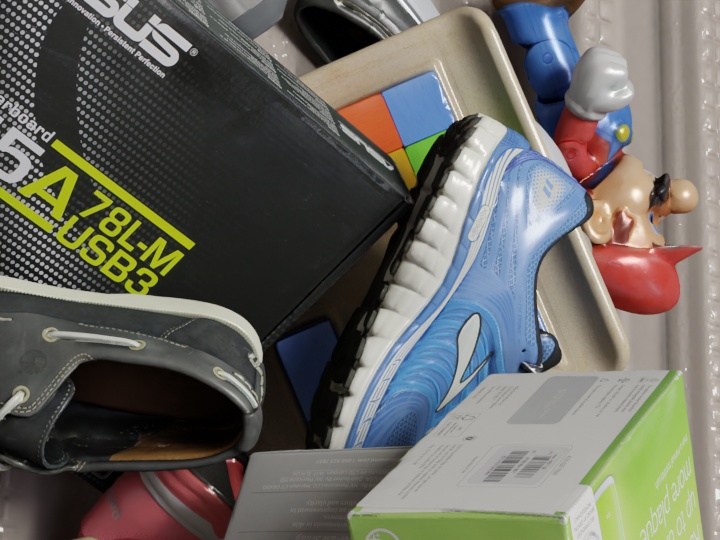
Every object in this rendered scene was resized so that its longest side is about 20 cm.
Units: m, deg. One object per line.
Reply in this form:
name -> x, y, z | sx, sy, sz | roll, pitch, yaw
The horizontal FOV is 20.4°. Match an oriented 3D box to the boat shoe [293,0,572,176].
boat shoe -> 0.037, -0.080, 1.050 | 0.200, 0.069, 0.057 | 50, 53, -12

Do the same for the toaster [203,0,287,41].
toaster -> -0.082, -0.171, 0.876 | 0.114, 0.200, 0.129 | -46, 112, -17

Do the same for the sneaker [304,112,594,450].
sneaker -> 0.038, 0.040, 0.854 | 0.089, 0.079, 0.201 | 25, 99, -9

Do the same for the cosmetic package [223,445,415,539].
cosmetic package -> -0.014, 0.177, 0.758 | 0.107, 0.090, 0.201 | 55, 38, -45

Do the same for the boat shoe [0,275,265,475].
boat shoe -> -0.137, 0.047, 0.801 | 0.199, 0.072, 0.068 | 2, 32, -7

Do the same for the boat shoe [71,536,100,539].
boat shoe -> -0.124, 0.197, 0.737 | 0.072, 0.072, 0.201 | 7, 74, -20

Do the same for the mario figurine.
mario figurine -> 0.144, -0.075, 1.116 | 0.123, 0.106, 0.201 | -17, 90, -45

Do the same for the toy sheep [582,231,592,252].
toy sheep -> 0.054, 0.033, 0.996 | 0.137, 0.138, 0.201 | 9, 89, -40

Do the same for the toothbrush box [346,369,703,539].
toothbrush box -> 0.075, 0.154, 0.752 | 0.146, 0.086, 0.201 | -34, 119, -60

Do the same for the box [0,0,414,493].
box -> -0.113, -0.027, 0.828 | 0.200, 0.193, 0.048 | 39, 17, -29

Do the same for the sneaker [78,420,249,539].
sneaker -> -0.046, 0.147, 0.897 | 0.200, 0.087, 0.074 | 44, 15, -28

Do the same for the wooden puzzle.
wooden puzzle -> 0.000, 0.000, 0.913 | 0.046, 0.199, 0.186 | -47, 113, -86
